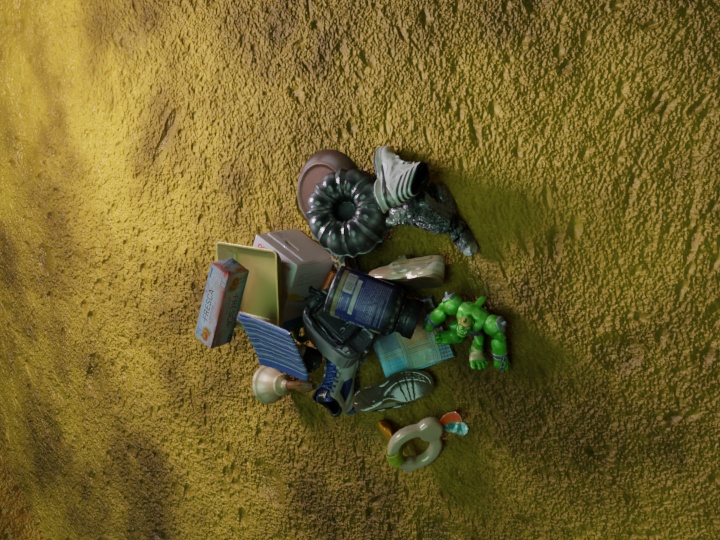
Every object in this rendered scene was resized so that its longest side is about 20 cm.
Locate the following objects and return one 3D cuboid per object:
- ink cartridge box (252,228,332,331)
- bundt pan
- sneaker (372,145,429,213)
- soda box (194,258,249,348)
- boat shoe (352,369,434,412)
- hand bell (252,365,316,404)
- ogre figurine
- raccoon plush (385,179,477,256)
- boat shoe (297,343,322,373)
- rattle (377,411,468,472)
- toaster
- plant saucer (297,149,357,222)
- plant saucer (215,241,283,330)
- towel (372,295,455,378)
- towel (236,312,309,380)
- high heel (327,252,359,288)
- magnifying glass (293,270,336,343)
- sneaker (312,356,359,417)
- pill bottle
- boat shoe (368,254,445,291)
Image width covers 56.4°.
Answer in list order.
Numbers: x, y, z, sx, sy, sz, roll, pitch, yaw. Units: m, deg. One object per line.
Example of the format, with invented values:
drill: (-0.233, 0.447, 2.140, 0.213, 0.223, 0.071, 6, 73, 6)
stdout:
ink cartridge box: (-0.181, 0.025, 1.623, 0.147, 0.144, 0.202, 35, 119, 27)
bundt pan: (-0.031, -0.133, 1.474, 0.199, 0.076, 0.205, -1, 84, 13)
sneaker: (0.090, -0.203, 1.388, 0.114, 0.202, 0.076, -18, 130, 18)
soda box: (-0.320, 0.075, 1.544, 0.063, 0.068, 0.202, 33, 118, 27)
boat shoe: (0.080, 0.277, 1.534, 0.199, 0.066, 0.073, -22, 71, 18)
hand bell: (-0.173, 0.286, 1.675, 0.199, 0.103, 0.105, -8, 95, 48)
ogre figurine: (0.222, 0.118, 1.382, 0.200, 0.097, 0.121, 43, 140, 38)
raccoon plush: (0.136, -0.088, 1.406, 0.134, 0.096, 0.202, -36, 78, 44)
boat shoe: (-0.147, 0.220, 1.655, 0.074, 0.063, 0.201, -65, 15, -16)
rattle: (0.141, 0.351, 1.526, 0.130, 0.143, 0.200, 37, 107, -12)
toaster: (-0.059, 0.134, 1.541, 0.200, 0.114, 0.130, 40, 156, 13)
plant saucer: (-0.082, -0.182, 1.578, 0.199, 0.036, 0.203, 8, 104, 36)
plant saucer: (-0.248, 0.038, 1.554, 0.198, 0.048, 0.203, 9, 106, 36)
towel: (0.107, 0.155, 1.515, 0.199, 0.022, 0.148, -25, 85, 37)
towel: (-0.196, 0.178, 1.527, 0.143, 0.024, 0.201, 18, 147, 23)
high heel: (0.000, 0.000, 1.537, 0.141, 0.071, 0.202, 24, 117, 25)
magnifying glass: (-0.106, 0.089, 1.635, 0.022, 0.079, 0.201, 38, 109, 28)
sneaker: (-0.059, 0.260, 1.600, 0.080, 0.115, 0.202, -6, 95, 35)
pill bottle: (0.030, 0.073, 1.445, 0.198, 0.112, 0.113, 21, 113, 5)
boat shoe: (0.101, 0.003, 1.469, 0.198, 0.071, 0.065, -3, 62, 38)
